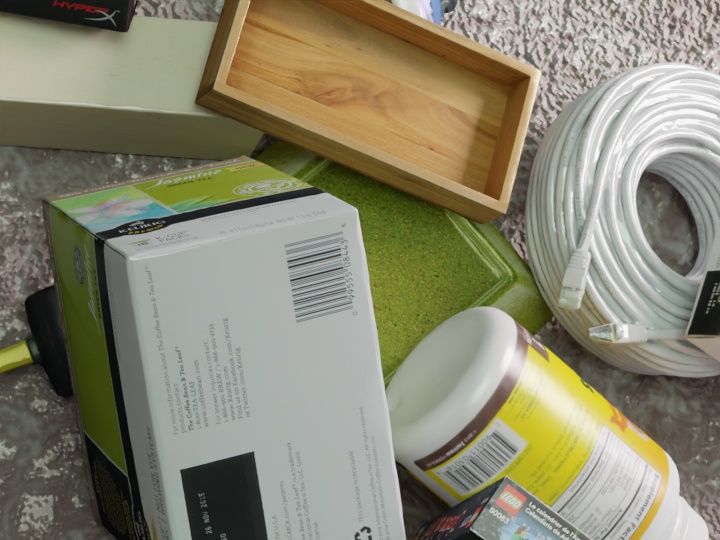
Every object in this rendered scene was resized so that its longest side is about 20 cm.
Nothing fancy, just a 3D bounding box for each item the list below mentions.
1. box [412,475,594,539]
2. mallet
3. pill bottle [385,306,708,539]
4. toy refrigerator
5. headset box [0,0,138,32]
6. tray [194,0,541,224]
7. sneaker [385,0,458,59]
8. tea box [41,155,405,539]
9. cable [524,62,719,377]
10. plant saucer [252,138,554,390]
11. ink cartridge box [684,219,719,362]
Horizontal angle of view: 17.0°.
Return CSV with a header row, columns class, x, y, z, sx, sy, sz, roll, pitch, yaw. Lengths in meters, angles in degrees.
class,x,y,z,sx,sy,sz,roll,pitch,yaw
box,0.102,0.185,1.370,0.137,0.200,0.038,37,72,-1
mallet,-0.239,0.074,1.408,0.200,0.041,0.066,-27,83,-16
pill bottle,0.113,0.119,1.428,0.200,0.109,0.109,41,66,-21
toy refrigerator,-0.159,-0.117,1.467,0.200,0.076,0.070,3,72,-13
headset box,-0.191,-0.253,1.397,0.149,0.200,0.075,10,27,-3
tray,0.006,-0.111,1.460,0.200,0.037,0.099,22,70,-19
sneaker,0.070,-0.224,1.560,0.146,0.081,0.200,-8,69,-13
tea box,-0.079,0.056,1.331,0.134,0.197,0.200,-13,106,-19
cable,0.198,-0.030,1.521,0.200,0.069,0.200,15,70,-26
plant saucer,0.000,0.000,1.486,0.200,0.048,0.200,-39,86,-23
ink cartridge box,0.286,0.041,1.505,0.200,0.037,0.095,33,68,-37
